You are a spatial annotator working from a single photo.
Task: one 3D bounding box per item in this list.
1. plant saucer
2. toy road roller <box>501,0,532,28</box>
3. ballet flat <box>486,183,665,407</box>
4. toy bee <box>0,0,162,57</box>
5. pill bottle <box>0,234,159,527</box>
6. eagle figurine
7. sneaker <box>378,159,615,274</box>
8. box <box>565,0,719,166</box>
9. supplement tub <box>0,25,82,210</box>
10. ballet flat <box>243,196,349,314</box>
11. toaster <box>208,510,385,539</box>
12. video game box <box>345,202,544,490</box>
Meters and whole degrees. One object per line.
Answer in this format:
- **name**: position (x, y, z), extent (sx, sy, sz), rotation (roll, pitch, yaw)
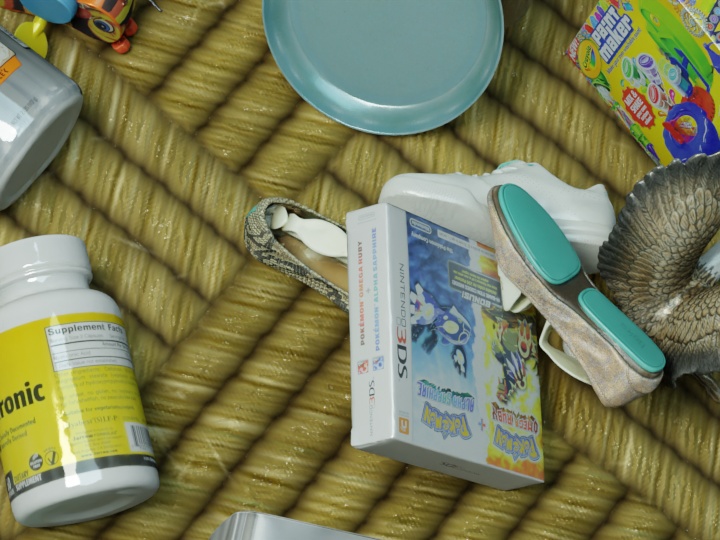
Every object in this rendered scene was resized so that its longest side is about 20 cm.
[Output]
- **plant saucer**: position (0.020, -0.205, 1.691), extent (0.200, 0.201, 0.027), rotation (30, 31, 0)
- **toy road roller**: position (0.039, -0.267, 1.739), extent (0.146, 0.123, 0.200), rotation (-39, 79, -8)
- **ballet flat**: position (0.149, 0.025, 1.626), extent (0.068, 0.067, 0.200), rotation (-17, 65, -51)
- **toy bee**: position (-0.228, -0.211, 1.683), extent (0.200, 0.109, 0.131), rotation (34, 75, 28)
- **pill bottle**: position (-0.223, 0.081, 1.567), extent (0.111, 0.111, 0.201), rotation (-10, 73, -15)
- **eagle figurine**: position (0.256, 0.012, 1.640), extent (0.151, 0.200, 0.152), rotation (16, 70, -6)
- **sneaker**: position (0.111, -0.057, 1.713), extent (0.199, 0.075, 0.089), rotation (13, 57, -13)
- **box**: position (0.294, -0.176, 1.713), extent (0.122, 0.200, 0.193), rotation (-35, 81, -19)
- **supplement tub**: position (-0.323, -0.148, 1.618), extent (0.200, 0.123, 0.123), rotation (36, 68, 2)
- **ballet flat**: position (0.000, 0.000, 1.659), extent (0.199, 0.075, 0.068), rotation (27, 71, -2)
- **toaster**: position (-0.042, 0.262, 1.508), extent (0.199, 0.181, 0.119), rotation (13, 66, -8)
- **video game box**: position (0.066, 0.061, 1.607), extent (0.200, 0.047, 0.183), rotation (20, 64, -49)
